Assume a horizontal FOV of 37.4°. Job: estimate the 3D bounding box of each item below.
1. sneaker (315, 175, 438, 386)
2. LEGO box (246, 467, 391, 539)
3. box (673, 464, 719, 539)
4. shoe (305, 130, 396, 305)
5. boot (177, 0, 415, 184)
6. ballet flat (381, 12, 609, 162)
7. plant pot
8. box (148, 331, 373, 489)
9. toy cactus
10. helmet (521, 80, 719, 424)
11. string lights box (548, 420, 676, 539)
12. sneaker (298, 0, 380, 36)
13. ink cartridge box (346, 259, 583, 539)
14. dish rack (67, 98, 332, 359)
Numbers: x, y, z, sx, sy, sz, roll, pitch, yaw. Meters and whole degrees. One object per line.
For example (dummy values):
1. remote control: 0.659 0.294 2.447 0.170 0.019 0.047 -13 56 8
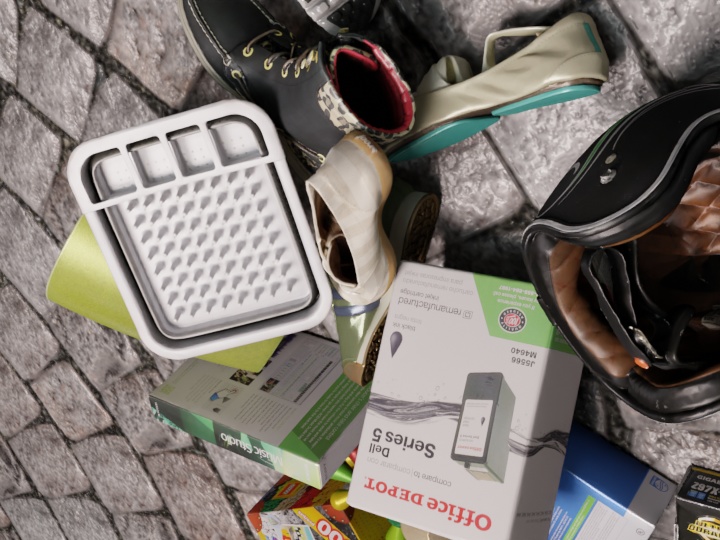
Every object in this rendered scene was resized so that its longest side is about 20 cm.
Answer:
1. sneaker: 0.000 0.000 0.922 0.089 0.067 0.202 30 127 20
2. LEGO box: -0.006 0.310 1.119 0.148 0.077 0.201 -19 105 43
3. box: 0.345 0.252 0.827 0.198 0.049 0.161 11 121 33
4. shoe: -0.013 -0.026 0.794 0.070 0.053 0.201 38 156 21
5. boot: -0.047 -0.159 0.792 0.204 0.073 0.154 52 159 -7
6. ballet flat: 0.090 -0.134 0.772 0.199 0.069 0.070 -15 108 41
7. plant pot: -0.152 0.001 0.978 0.199 0.188 0.187 33 135 -4
8. box: -0.079 0.115 1.002 0.198 0.144 0.037 15 131 31
9. toy cactus: 0.055 0.219 0.976 0.200 0.102 0.165 44 168 -12
10. helmet: 0.215 -0.021 0.651 0.201 0.190 0.200 54 170 13
11. string lights box: 0.156 0.177 0.918 0.199 0.059 0.103 33 133 17
12. sneaker: -0.048 -0.268 0.787 0.201 0.075 0.081 59 179 -27
13. ink cartridge box: 0.087 0.106 0.838 0.144 0.084 0.202 10 86 32
14. dish rack: -0.123 -0.034 0.851 0.170 0.044 0.202 -14 115 10
